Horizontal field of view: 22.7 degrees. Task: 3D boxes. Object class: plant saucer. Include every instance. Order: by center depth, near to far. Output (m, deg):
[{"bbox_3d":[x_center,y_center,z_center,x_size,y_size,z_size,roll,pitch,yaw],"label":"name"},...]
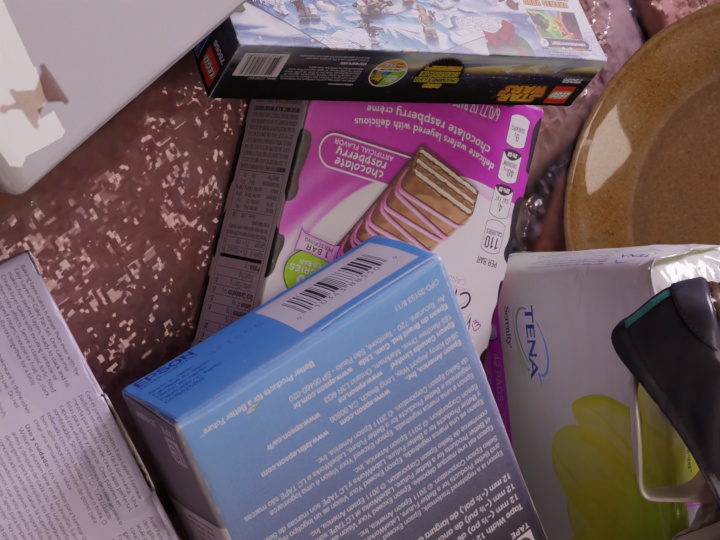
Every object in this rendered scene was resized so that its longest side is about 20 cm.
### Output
[{"bbox_3d":[0.197,-0.040,0.918,0.035,0.199,0.202,19,85,-48],"label":"plant saucer"}]

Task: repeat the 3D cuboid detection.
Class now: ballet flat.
[{"bbox_3d":[0.160,0.099,0.792,0.073,0.073,0.201,-31,108,-26],"label":"ballet flat"}]

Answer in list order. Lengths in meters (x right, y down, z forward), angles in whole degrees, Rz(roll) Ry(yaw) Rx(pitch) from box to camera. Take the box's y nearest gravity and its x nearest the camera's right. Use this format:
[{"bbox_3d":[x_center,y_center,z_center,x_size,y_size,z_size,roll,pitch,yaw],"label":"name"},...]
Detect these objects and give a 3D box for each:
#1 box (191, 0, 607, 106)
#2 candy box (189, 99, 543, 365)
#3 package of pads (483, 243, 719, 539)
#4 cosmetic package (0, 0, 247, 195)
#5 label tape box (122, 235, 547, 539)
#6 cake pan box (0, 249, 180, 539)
[{"bbox_3d":[0.004,-0.141,0.823,0.198,0.040,0.138,-1,58,-33],"label":"box"},{"bbox_3d":[0.000,0.000,0.867,0.135,0.061,0.202,14,89,-33],"label":"candy box"},{"bbox_3d":[0.126,0.089,0.889,0.068,0.154,0.202,-10,94,-36],"label":"package of pads"},{"bbox_3d":[-0.151,-0.147,0.668,0.166,0.199,0.168,-43,117,-21],"label":"cosmetic package"},{"bbox_3d":[-0.001,0.107,0.809,0.143,0.066,0.201,-32,116,-23],"label":"label tape box"},{"bbox_3d":[-0.175,0.119,0.745,0.183,0.052,0.201,-30,95,-25],"label":"cake pan box"}]
